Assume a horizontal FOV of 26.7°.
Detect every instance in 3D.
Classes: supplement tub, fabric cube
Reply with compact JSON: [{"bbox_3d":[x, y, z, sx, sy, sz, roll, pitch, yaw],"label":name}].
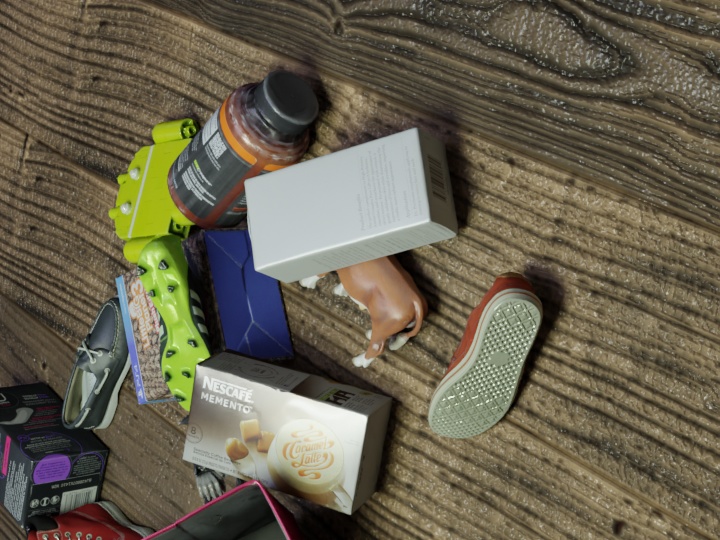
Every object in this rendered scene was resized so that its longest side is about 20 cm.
[{"bbox_3d":[-0.127,-0.136,1.689,0.200,0.106,0.108,-42,62,42],"label":"supplement tub"},{"bbox_3d":[-0.132,0.364,1.592,0.197,0.199,0.200,62,178,20],"label":"fabric cube"}]

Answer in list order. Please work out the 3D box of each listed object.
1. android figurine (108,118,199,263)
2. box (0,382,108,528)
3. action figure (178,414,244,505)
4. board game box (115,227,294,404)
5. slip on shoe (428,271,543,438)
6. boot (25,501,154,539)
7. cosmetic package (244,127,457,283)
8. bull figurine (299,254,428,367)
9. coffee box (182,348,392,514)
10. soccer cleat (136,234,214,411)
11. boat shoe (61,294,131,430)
[{"bbox_3d":[-0.245,-0.096,1.858,0.199,0.041,0.183,0,73,50],"label":"android figurine"},{"bbox_3d":[-0.453,0.251,2.097,0.200,0.122,0.107,36,120,43],"label":"box"},{"bbox_3d":[-0.146,0.227,1.738,0.102,0.118,0.201,41,133,52],"label":"action figure"},{"bbox_3d":[-0.186,0.055,1.781,0.200,0.096,0.161,-26,73,48],"label":"board game box"},{"bbox_3d":[0.120,0.085,1.450,0.061,0.074,0.201,-87,15,-53],"label":"slip on shoe"},{"bbox_3d":[-0.347,0.364,1.961,0.199,0.144,0.073,23,109,46],"label":"boot"},{"bbox_3d":[-0.011,-0.063,1.515,0.199,0.074,0.102,-14,72,25],"label":"cosmetic package"},{"bbox_3d":[0.000,0.000,1.580,0.201,0.065,0.122,59,137,32],"label":"bull figurine"},{"bbox_3d":[-0.078,0.167,1.607,0.199,0.080,0.115,16,106,18],"label":"coffee box"},{"bbox_3d":[-0.192,0.057,1.667,0.067,0.081,0.201,-7,108,19],"label":"soccer cleat"},{"bbox_3d":[-0.348,0.126,2.010,0.075,0.060,0.201,34,118,44],"label":"boat shoe"}]
